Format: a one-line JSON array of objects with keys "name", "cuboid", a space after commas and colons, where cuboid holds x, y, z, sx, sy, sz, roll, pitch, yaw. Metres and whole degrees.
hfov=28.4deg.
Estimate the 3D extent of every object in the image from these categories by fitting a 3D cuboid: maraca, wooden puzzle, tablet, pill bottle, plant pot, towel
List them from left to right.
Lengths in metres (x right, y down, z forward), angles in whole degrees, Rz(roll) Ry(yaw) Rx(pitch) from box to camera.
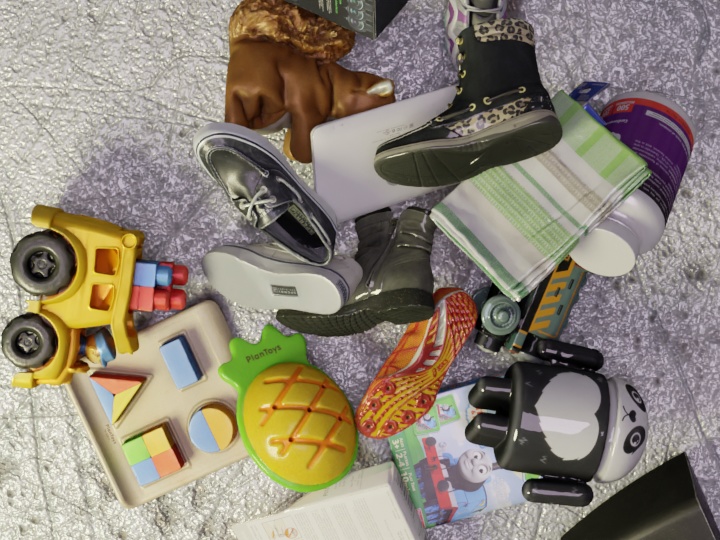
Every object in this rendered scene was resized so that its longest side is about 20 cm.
[{"name": "wooden puzzle", "cuboid": [-0.221, 0.157, 1.640, 0.199, 0.046, 0.186, -25, 93, 0]}, {"name": "maraca", "cuboid": [-0.081, 0.156, 1.615, 0.136, 0.107, 0.201, -21, 73, -30]}, {"name": "tablet", "cuboid": [0.037, -0.127, 1.582, 0.199, 0.014, 0.131, -19, 129, -21]}, {"name": "towel", "cuboid": [0.187, -0.083, 1.504, 0.200, 0.031, 0.149, -44, 63, 1]}, {"name": "pill bottle", "cuboid": [0.292, -0.094, 1.564, 0.112, 0.113, 0.201, 29, 57, -3]}, {"name": "plant pot", "cuboid": [0.329, 0.350, 1.602, 0.177, 0.200, 0.201, -24, 94, 12]}]

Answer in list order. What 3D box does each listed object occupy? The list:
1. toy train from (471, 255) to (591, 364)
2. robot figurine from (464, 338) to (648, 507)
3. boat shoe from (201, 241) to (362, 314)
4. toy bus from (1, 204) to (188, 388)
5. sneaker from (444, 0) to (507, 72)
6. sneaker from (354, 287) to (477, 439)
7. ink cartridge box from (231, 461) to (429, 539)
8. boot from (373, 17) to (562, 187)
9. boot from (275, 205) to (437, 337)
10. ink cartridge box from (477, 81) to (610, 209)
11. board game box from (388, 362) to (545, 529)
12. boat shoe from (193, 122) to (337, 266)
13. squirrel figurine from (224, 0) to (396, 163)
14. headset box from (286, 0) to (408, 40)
[{"name": "toy train", "cuboid": [0.203, 0.009, 1.628, 0.113, 0.085, 0.201, 21, 93, -12]}, {"name": "robot figurine", "cuboid": [0.219, 0.167, 1.576, 0.198, 0.125, 0.151, 10, 109, -4]}, {"name": "boat shoe", "cuboid": [-0.087, -0.001, 1.606, 0.199, 0.070, 0.071, 6, 124, 34]}, {"name": "toy bus", "cuboid": [-0.293, 0.039, 1.591, 0.191, 0.136, 0.202, 9, 93, -5]}, {"name": "sneaker", "cuboid": [0.133, -0.306, 1.574, 0.077, 0.140, 0.202, -5, 93, -1]}, {"name": "sneaker", "cuboid": [0.064, 0.108, 1.627, 0.073, 0.077, 0.200, 40, 84, -12]}, {"name": "ink cartridge box", "cuboid": [-0.025, 0.317, 1.639, 0.199, 0.050, 0.162, -16, 115, 17]}, {"name": "boot", "cuboid": [0.108, -0.180, 1.533, 0.202, 0.074, 0.155, -14, 58, 13]}, {"name": "boot", "cuboid": [0.000, 0.000, 1.629, 0.199, 0.068, 0.132, -9, 65, 23]}, {"name": "ink cartridge box", "cuboid": [0.203, -0.131, 1.597, 0.042, 0.119, 0.200, 44, 92, -8]}, {"name": "board game box", "cuboid": [0.136, 0.204, 1.657, 0.199, 0.037, 0.152, -15, 93, -1]}, {"name": "boat shoe", "cuboid": [-0.100, -0.076, 1.510, 0.072, 0.068, 0.200, -32, 123, 23]}, {"name": "squirrel figurine", "cuboid": [-0.052, -0.218, 1.576, 0.185, 0.142, 0.202, 1, 91, -1]}, {"name": "headset box", "cuboid": [-0.011, -0.360, 1.524, 0.199, 0.093, 0.174, 28, 59, 20]}]
